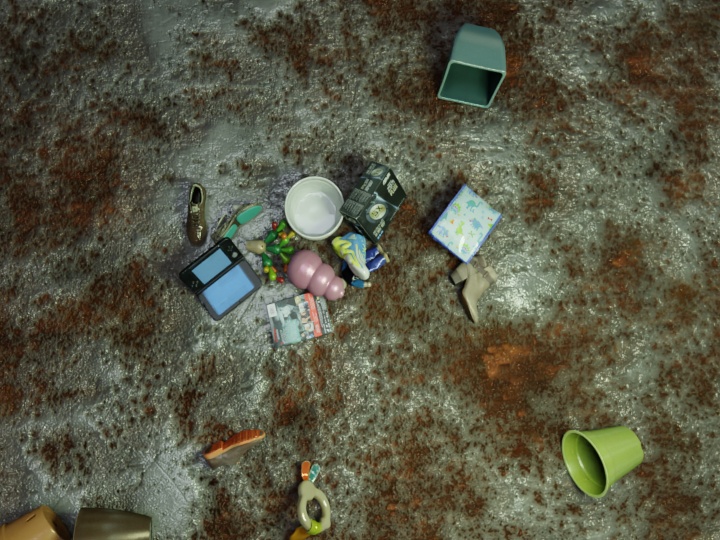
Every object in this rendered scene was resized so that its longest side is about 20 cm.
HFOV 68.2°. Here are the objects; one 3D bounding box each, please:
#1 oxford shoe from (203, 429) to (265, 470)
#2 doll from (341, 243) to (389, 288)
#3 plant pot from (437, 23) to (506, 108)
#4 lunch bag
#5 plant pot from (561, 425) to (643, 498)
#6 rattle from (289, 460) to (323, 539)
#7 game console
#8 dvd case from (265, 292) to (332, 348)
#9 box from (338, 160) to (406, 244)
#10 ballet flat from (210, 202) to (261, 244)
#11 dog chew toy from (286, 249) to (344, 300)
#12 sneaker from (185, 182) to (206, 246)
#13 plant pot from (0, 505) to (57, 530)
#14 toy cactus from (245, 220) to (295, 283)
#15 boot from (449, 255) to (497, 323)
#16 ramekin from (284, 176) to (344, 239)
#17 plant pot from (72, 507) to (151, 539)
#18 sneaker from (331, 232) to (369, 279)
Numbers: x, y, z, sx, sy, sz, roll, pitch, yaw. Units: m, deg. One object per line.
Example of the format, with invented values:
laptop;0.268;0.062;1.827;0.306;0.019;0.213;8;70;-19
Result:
oxford shoe;-0.383;0.556;1.655;0.195;0.071;0.075;-20;103;-2
doll;0.000;0.000;1.755;0.197;0.049;0.138;-34;65;-5
plant pot;0.384;-0.717;1.822;0.190;0.197;0.206;10;71;-2
lunch bag;0.340;-0.145;1.760;0.169;0.128;0.201;37;70;5
plant pot;0.771;0.577;1.669;0.185;0.200;0.206;-12;82;-18
rattle;-0.176;0.717;1.655;0.127;0.143;0.204;-7;63;-36
game console;-0.444;0.028;1.698;0.199;0.177;0.117;-39;57;-9
dvd case;-0.200;0.157;1.738;0.194;0.022;0.150;-15;83;-7
box;0.044;-0.220;1.728;0.085;0.164;0.203;27;78;35
ballet flat;-0.418;-0.168;1.754;0.075;0.068;0.200;42;83;19
dog chew toy;-0.138;0.024;1.704;0.197;0.125;0.126;32;81;7
sneaker;-0.543;-0.186;1.739;0.068;0.076;0.207;-2;81;-4
plant pot;-0.937;0.780;1.528;0.139;0.200;0.201;-40;85;-25
toy cactus;-0.298;-0.069;1.737;0.160;0.102;0.207;8;90;8
boot;0.391;0.053;1.766;0.143;0.070;0.204;-24;84;-9
ramekin;-0.150;-0.194;1.750;0.193;0.105;0.207;1;81;-3
plant pot;-0.715;0.782;1.551;0.194;0.186;0.193;0;81;-18
sneaker;-0.009;-0.061;1.720;0.104;0.076;0.200;-36;54;-10
